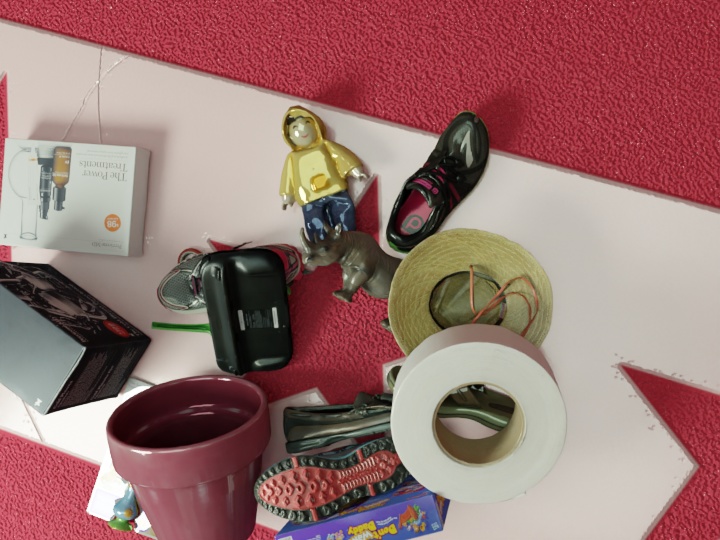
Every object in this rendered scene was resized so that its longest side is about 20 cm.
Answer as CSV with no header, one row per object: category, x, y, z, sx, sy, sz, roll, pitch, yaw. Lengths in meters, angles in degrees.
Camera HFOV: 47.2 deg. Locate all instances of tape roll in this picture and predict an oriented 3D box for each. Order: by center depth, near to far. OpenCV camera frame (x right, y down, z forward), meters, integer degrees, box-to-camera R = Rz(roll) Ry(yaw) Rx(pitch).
tape roll,0.136,0.167,0.963,0.202,0.071,0.203,1,104,4

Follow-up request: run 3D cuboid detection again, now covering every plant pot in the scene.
plant pot,-0.207,0.254,1.049,0.199,0.200,0.180,-2,110,11

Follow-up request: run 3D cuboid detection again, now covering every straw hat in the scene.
straw hat,0.132,0.042,1.032,0.200,0.085,0.202,0,94,-1

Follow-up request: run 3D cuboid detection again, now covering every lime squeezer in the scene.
lime squeezer,-0.174,0.069,1.097,0.199,0.071,0.038,-14,70,13

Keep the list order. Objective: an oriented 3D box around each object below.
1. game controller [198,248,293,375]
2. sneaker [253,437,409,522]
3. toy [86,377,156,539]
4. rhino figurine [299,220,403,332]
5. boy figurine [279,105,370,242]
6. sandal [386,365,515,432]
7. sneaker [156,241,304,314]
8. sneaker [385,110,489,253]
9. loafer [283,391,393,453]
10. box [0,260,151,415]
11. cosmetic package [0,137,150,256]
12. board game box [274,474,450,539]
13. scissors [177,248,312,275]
game controller,-0.143,0.056,1.053,0.104,0.042,0.200,-9,129,-9
sneaker,-0.036,0.265,1.042,0.199,0.096,0.080,-9,80,-14
toy,-0.304,0.262,1.133,0.115,0.047,0.201,18,94,9
rhino figurine,0.000,0.000,1.029,0.200,0.060,0.088,35,84,-28
boy figurine,-0.051,-0.123,1.078,0.124,0.064,0.201,-13,91,13
sandal,0.132,0.149,1.033,0.200,0.080,0.058,14,115,2
sneaker,-0.177,0.004,1.083,0.199,0.075,0.081,-17,86,10
sneaker,0.099,-0.107,1.038,0.077,0.084,0.200,31,96,9
loafer,-0.010,0.186,1.068,0.199,0.072,0.063,-17,81,12
box,-0.413,0.082,1.084,0.200,0.182,0.104,34,96,10
cosmetic package,-0.400,-0.102,1.151,0.199,0.052,0.151,5,94,11
board game box,0.008,0.307,1.030,0.199,0.134,0.045,-18,87,11
scissors,-0.166,0.018,1.126,0.199,0.014,0.073,9,89,10
